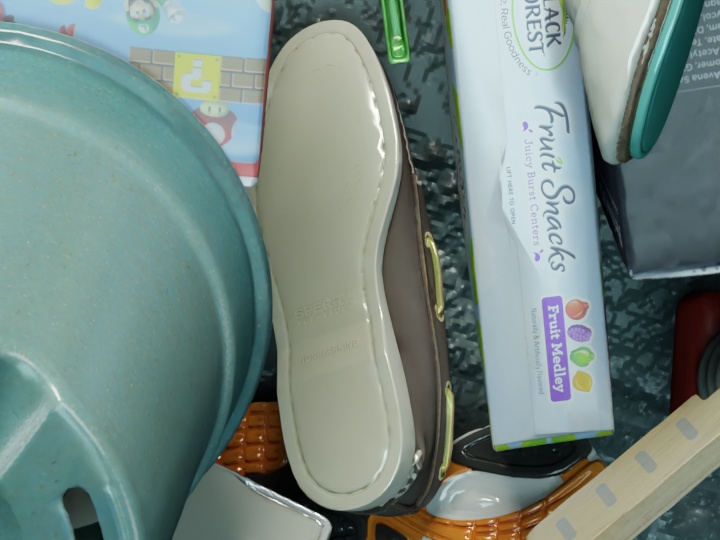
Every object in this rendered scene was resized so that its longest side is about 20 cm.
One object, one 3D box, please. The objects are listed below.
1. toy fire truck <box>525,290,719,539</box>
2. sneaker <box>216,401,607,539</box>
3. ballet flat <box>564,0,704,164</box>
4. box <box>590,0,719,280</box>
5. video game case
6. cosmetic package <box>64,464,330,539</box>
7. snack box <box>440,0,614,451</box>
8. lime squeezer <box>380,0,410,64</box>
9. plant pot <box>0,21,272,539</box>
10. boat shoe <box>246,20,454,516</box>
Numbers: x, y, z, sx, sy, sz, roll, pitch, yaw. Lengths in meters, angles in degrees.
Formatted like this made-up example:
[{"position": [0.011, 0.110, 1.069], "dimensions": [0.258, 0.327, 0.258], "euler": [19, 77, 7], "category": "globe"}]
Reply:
[{"position": [0.156, 0.058, 0.919], "dimensions": [0.198, 0.176, 0.130], "euler": [4, 88, -16], "category": "toy fire truck"}, {"position": [0.017, 0.104, 1.011], "dimensions": [0.198, 0.092, 0.076], "euler": [3, 75, 20], "category": "sneaker"}, {"position": [0.101, -0.138, 0.793], "dimensions": [0.069, 0.069, 0.201], "euler": [18, 103, -6], "category": "ballet flat"}, {"position": [0.133, -0.116, 0.904], "dimensions": [0.103, 0.148, 0.202], "euler": [-8, 107, 2], "category": "box"}, {"position": [-0.096, -0.132, 0.784], "dimensions": [0.142, 0.017, 0.202], "euler": [5, 108, -2], "category": "video game case"}, {"position": [-0.090, 0.166, 0.957], "dimensions": [0.103, 0.088, 0.201], "euler": [24, 139, 6], "category": "cosmetic package"}, {"position": [0.063, -0.050, 0.926], "dimensions": [0.052, 0.142, 0.202], "euler": [-6, 107, 1], "category": "snack box"}, {"position": [-0.001, -0.183, 0.912], "dimensions": [0.037, 0.071, 0.201], "euler": [3, 130, 10], "category": "lime squeezer"}, {"position": [-0.131, 0.045, 0.733], "dimensions": [0.198, 0.196, 0.202], "euler": [0, 111, 1], "category": "plant pot"}, {"position": [0.000, 0.000, 0.958], "dimensions": [0.071, 0.059, 0.202], "euler": [-14, 73, 26], "category": "boat shoe"}]
